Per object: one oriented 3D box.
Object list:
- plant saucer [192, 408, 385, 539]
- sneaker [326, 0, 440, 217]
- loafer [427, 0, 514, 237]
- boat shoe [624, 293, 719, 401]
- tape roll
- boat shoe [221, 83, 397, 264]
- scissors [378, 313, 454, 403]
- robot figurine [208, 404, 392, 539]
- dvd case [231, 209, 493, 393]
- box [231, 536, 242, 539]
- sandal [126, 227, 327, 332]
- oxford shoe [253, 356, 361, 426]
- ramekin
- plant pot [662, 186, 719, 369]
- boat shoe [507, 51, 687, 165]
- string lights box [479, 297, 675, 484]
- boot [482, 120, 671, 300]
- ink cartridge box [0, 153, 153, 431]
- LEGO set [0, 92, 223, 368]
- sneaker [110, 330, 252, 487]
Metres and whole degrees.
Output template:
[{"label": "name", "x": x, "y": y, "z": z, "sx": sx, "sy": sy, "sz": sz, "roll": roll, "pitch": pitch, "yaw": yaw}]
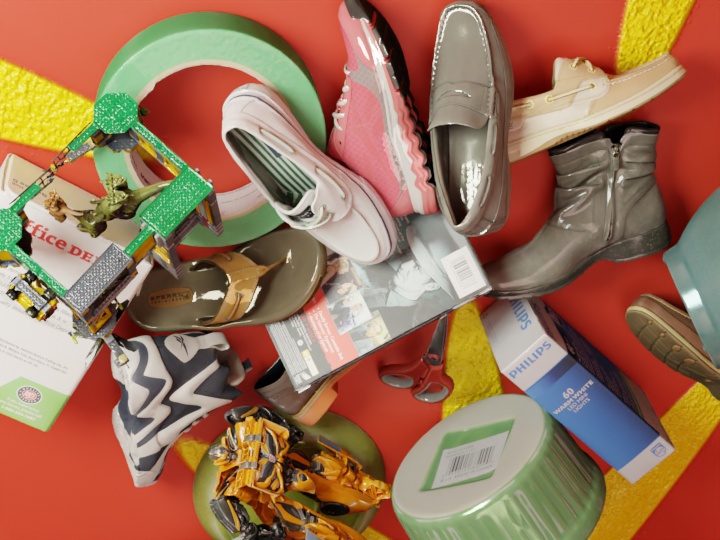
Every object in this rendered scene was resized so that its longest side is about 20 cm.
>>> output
[{"label": "plant saucer", "x": -0.070, "y": 0.230, "z": 1.390, "sx": 0.199, "sy": 0.031, "sz": 0.201, "roll": -4, "pitch": 120, "yaw": -6}, {"label": "sneaker", "x": 0.004, "y": -0.132, "z": 1.166, "sx": 0.086, "sy": 0.074, "sz": 0.201, "roll": -15, "pitch": 107, "yaw": 12}, {"label": "loafer", "x": 0.091, "y": -0.129, "z": 1.153, "sx": 0.070, "sy": 0.070, "sz": 0.201, "roll": -7, "pitch": 89, "yaw": 29}, {"label": "boat shoe", "x": 0.348, "y": 0.076, "z": 1.356, "sx": 0.200, "sy": 0.072, "sz": 0.068, "roll": 34, "pitch": 76, "yaw": -15}, {"label": "tape roll", "x": -0.130, "y": -0.119, "z": 1.178, "sx": 0.199, "sy": 0.048, "sz": 0.202, "roll": -4, "pitch": 120, "yaw": -7}, {"label": "boat shoe", "x": -0.049, "y": -0.064, "z": 1.146, "sx": 0.073, "sy": 0.067, "sz": 0.200, "roll": -33, "pitch": 115, "yaw": 33}, {"label": "scissors", "x": 0.074, "y": 0.084, "z": 1.276, "sx": 0.073, "sy": 0.014, "sz": 0.200, "roll": 24, "pitch": 152, "yaw": -8}, {"label": "robot figurine", "x": -0.058, "y": 0.206, "z": 1.288, "sx": 0.058, "sy": 0.146, "sz": 0.200, "roll": -27, "pitch": 133, "yaw": 37}, {"label": "dvd case", "x": 0.000, "y": 0.000, "z": 1.229, "sx": 0.199, "sy": 0.022, "sz": 0.147, "roll": -29, "pitch": 78, "yaw": 8}, {"label": "box", "x": -0.071, "y": 0.388, "z": 1.355, "sx": 0.171, "sy": 0.201, "sz": 0.199, "roll": -27, "pitch": 128, "yaw": 20}, {"label": "sandal", "x": -0.124, "y": 0.013, "z": 1.216, "sx": 0.199, "sy": 0.054, "sz": 0.081, "roll": -11, "pitch": 82, "yaw": 14}, {"label": "oxford shoe", "x": -0.031, "y": 0.057, "z": 1.279, "sx": 0.073, "sy": 0.071, "sz": 0.201, "roll": 26, "pitch": 112, "yaw": -15}, {"label": "ramekin", "x": 0.126, "y": 0.211, "z": 1.319, "sx": 0.199, "sy": 0.200, "sz": 0.098, "roll": -31, "pitch": 112, "yaw": 9}, {"label": "plant pot", "x": 0.359, "y": 0.011, "z": 1.246, "sx": 0.134, "sy": 0.201, "sz": 0.201, "roll": -26, "pitch": 120, "yaw": 13}, {"label": "boat shoe", "x": 0.184, "y": -0.153, "z": 1.194, "sx": 0.199, "sy": 0.074, "sz": 0.070, "roll": -24, "pitch": 93, "yaw": 3}, {"label": "string lights box", "x": 0.210, "y": 0.108, "z": 1.324, "sx": 0.059, "sy": 0.103, "sz": 0.200, "roll": -43, "pitch": 116, "yaw": 15}, {"label": "boot", "x": 0.187, "y": -0.061, "z": 1.257, "sx": 0.199, "sy": 0.068, "sz": 0.131, "roll": -20, "pitch": 116, "yaw": -6}, {"label": "ink cartridge box", "x": -0.292, "y": 0.021, "z": 1.208, "sx": 0.145, "sy": 0.084, "sz": 0.200, "roll": 27, "pitch": 111, "yaw": -22}, {"label": "LEGO set", "x": -0.205, "y": -0.032, "z": 1.113, "sx": 0.153, "sy": 0.116, "sz": 0.201, "roll": 31, "pitch": 73, "yaw": 9}, {"label": "sneaker", "x": -0.163, "y": 0.124, "z": 1.287, "sx": 0.129, "sy": 0.080, "sz": 0.200, "roll": -15, "pitch": 137, "yaw": -20}]
